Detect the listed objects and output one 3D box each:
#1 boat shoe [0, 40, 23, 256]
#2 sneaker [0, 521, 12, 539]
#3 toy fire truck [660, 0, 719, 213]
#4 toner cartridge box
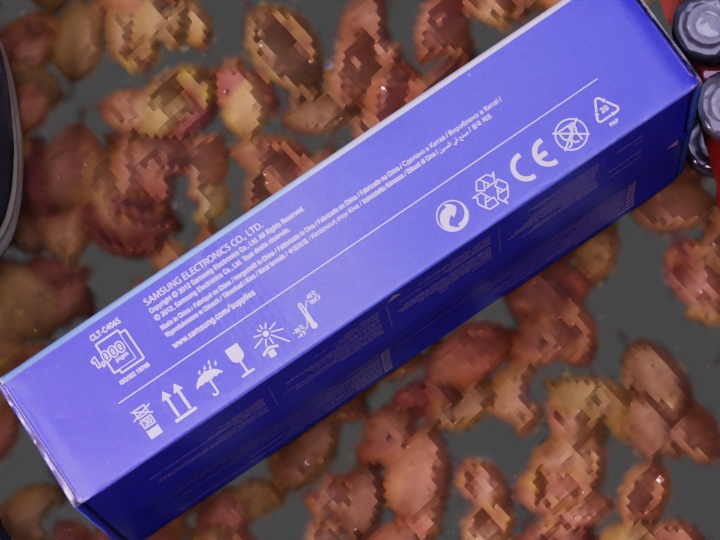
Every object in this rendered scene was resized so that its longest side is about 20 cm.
[{"bbox_3d":[-0.151,-0.094,0.792,0.072,0.066,0.201,-15,77,1],"label":"boat shoe"},{"bbox_3d":[-0.121,0.091,0.746,0.200,0.079,0.075,37,83,11],"label":"sneaker"},{"bbox_3d":[0.162,-0.062,0.778,0.141,0.049,0.200,-14,78,0],"label":"toy fire truck"},{"bbox_3d":[0.000,0.000,0.751,0.200,0.095,0.043,-34,78,-5],"label":"toner cartridge box"}]
